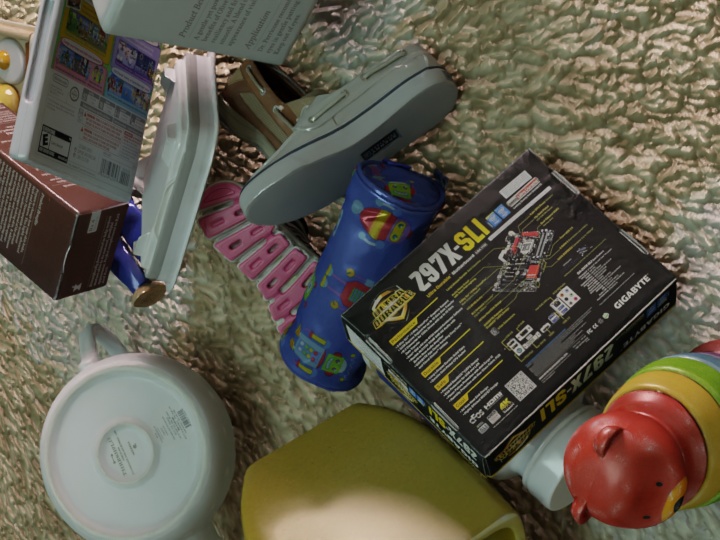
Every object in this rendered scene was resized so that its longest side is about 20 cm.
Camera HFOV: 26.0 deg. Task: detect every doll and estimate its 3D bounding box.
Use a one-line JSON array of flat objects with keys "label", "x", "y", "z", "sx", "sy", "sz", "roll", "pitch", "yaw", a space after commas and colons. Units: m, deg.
[{"label": "doll", "x": -0.257, "y": -0.056, "z": 1.542, "sx": 0.200, "sy": 0.048, "sz": 0.137, "roll": 53, "pitch": 127, "yaw": 19}]

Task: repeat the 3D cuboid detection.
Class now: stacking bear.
[{"label": "stacking bear", "x": 0.214, "y": 0.119, "z": 1.069, "sx": 0.114, "sy": 0.199, "sz": 0.122, "roll": 38, "pitch": 122, "yaw": 28}]

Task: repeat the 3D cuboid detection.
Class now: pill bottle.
[{"label": "pill bottle", "x": 0.104, "y": 0.091, "z": 1.218, "sx": 0.200, "sy": 0.111, "sz": 0.112, "roll": 41, "pitch": 123, "yaw": 27}]

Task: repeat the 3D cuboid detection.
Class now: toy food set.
[{"label": "toy food set", "x": -0.398, "y": -0.189, "z": 1.626, "sx": 0.199, "sy": 0.060, "sz": 0.145, "roll": 17, "pitch": 111, "yaw": 37}]

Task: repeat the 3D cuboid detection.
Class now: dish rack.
[{"label": "dish rack", "x": -0.167, "y": -0.095, "z": 1.381, "sx": 0.200, "sy": 0.043, "sz": 0.173, "roll": -103, "pitch": 30, "yaw": -58}]

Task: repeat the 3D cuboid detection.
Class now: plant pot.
[{"label": "plant pot", "x": 0.010, "y": 0.225, "z": 1.251, "sx": 0.200, "sy": 0.195, "sz": 0.195, "roll": 53, "pitch": 167, "yaw": 41}]

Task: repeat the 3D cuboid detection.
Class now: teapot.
[{"label": "teapot", "x": -0.203, "y": 0.170, "z": 1.489, "sx": 0.196, "sy": 0.146, "sz": 0.202, "roll": 14, "pitch": 88, "yaw": 12}]

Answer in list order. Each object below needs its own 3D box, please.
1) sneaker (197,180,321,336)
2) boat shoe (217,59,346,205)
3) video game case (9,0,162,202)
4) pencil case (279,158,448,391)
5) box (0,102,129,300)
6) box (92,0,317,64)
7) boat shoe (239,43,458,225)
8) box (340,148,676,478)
[{"label": "sneaker", "x": -0.061, "y": -0.003, "z": 1.373, "sx": 0.074, "sy": 0.087, "sz": 0.200, "roll": -40, "pitch": 95, "yaw": 16}, {"label": "boat shoe", "x": -0.043, "y": -0.118, "z": 1.326, "sx": 0.200, "sy": 0.076, "sz": 0.072, "roll": 35, "pitch": 112, "yaw": 22}, {"label": "video game case", "x": -0.232, "y": -0.166, "z": 1.353, "sx": 0.022, "sy": 0.200, "sz": 0.184, "roll": 9, "pitch": 85, "yaw": 18}, {"label": "pencil case", "x": 0.000, "y": 0.000, "z": 1.262, "sx": 0.078, "sy": 0.087, "sz": 0.201, "roll": 18, "pitch": 120, "yaw": -12}, {"label": "box", "x": -0.323, "y": -0.071, "z": 1.512, "sx": 0.200, "sy": 0.075, "sz": 0.101, "roll": 38, "pitch": 122, "yaw": 27}, {"label": "box", "x": -0.119, "y": -0.311, "z": 1.245, "sx": 0.199, "sy": 0.170, "sz": 0.201, "roll": -56, "pitch": 43, "yaw": 36}, {"label": "boat shoe", "x": -0.019, "y": -0.113, "z": 1.258, "sx": 0.199, "sy": 0.072, "sz": 0.066, "roll": -36, "pitch": 60, "yaw": 3}, {"label": "box", "x": 0.111, "y": 0.029, "z": 1.157, "sx": 0.160, "sy": 0.200, "sz": 0.049, "roll": 43, "pitch": 168, "yaw": 27}]
